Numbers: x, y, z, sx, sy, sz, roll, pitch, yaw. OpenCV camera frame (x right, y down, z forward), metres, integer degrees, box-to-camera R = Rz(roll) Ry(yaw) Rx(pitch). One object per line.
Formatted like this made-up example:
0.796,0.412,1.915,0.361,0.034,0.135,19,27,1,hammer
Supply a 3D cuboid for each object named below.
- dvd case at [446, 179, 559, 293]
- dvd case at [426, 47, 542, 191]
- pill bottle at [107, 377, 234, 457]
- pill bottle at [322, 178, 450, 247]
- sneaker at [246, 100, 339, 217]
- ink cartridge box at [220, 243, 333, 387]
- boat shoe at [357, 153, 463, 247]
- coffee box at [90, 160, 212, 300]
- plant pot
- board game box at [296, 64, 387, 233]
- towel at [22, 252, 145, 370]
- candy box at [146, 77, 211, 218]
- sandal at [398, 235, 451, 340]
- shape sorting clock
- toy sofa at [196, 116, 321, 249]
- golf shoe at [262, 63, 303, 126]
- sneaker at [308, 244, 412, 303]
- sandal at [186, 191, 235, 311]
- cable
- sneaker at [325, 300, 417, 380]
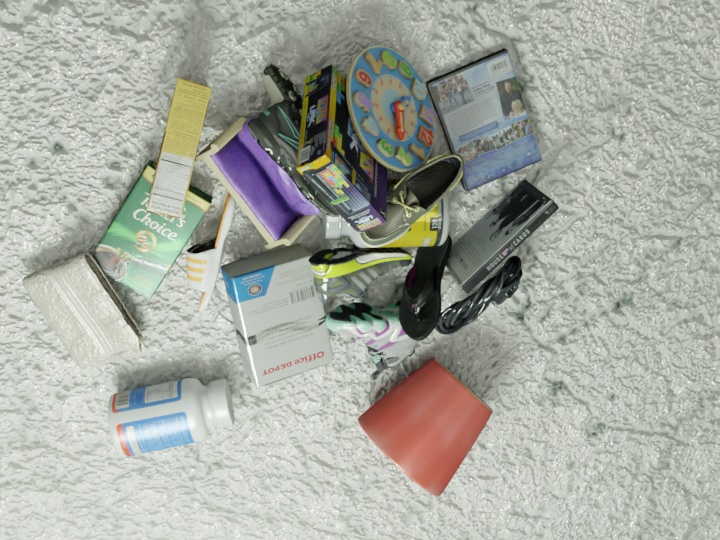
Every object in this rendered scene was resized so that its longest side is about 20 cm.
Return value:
0.226,-0.060,1.436,0.200,0.150,0.025,-44,108,9,dvd case
0.207,-0.247,1.438,0.142,0.018,0.201,-23,112,1,dvd case
-0.323,0.248,1.492,0.199,0.112,0.113,-10,110,-3,pill bottle
0.040,-0.094,1.420,0.199,0.112,0.112,-2,110,-7,pill bottle
-0.083,-0.167,1.317,0.079,0.075,0.200,-41,109,-3,sneaker
-0.139,0.075,1.454,0.144,0.084,0.201,-16,111,-19,ink cartridge box
0.079,-0.113,1.339,0.202,0.060,0.072,-40,88,-11,boat shoe
-0.344,-0.065,1.414,0.123,0.044,0.200,33,102,-16,coffee box
0.124,0.265,1.530,0.200,0.200,0.177,42,89,-19,plant pot
-0.022,-0.184,1.308,0.057,0.201,0.165,-21,137,27,board game box
-0.455,0.073,1.431,0.132,0.035,0.200,-20,117,14,towel
-0.277,-0.180,1.315,0.056,0.117,0.201,14,90,-15,candy box
0.101,0.018,1.447,0.075,0.201,0.048,-2,155,33,sandal
0.052,-0.252,1.342,0.039,0.200,0.200,-10,117,40,shape sorting clock
-0.156,-0.138,1.369,0.200,0.097,0.083,54,51,-19,toy sofa
-0.117,-0.225,1.374,0.088,0.077,0.200,-23,108,14,golf shoe
0.000,0.000,1.446,0.199,0.074,0.081,-11,118,-32,sneaker
-0.254,-0.038,1.424,0.059,0.079,0.207,14,99,-11,sandal
0.199,0.042,1.448,0.163,0.200,0.051,-29,78,-16,cable
0.023,0.129,1.497,0.199,0.078,0.140,-1,117,-28,sneaker
